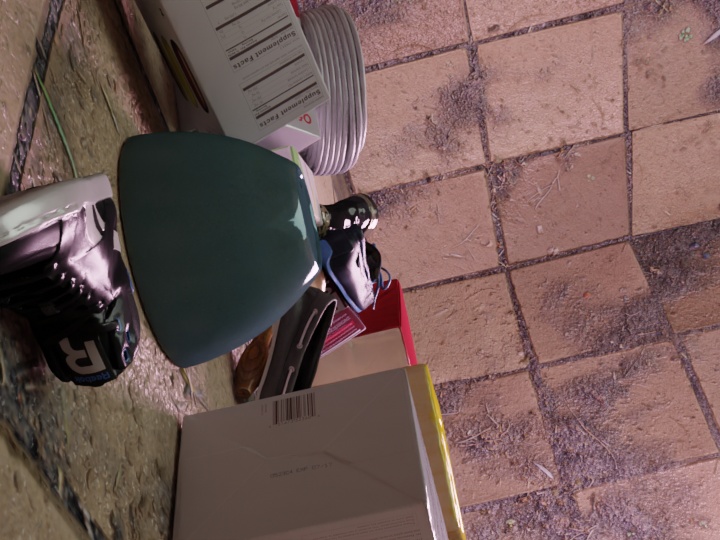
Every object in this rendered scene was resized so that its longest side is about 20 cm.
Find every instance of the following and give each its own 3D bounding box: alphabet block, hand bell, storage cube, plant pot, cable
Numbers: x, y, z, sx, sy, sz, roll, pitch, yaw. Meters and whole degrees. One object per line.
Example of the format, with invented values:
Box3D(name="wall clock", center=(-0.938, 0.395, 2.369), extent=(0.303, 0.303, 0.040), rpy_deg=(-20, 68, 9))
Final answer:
Box3D(name="alphabet block", center=(0.008, 0.242, 1.229), extent=(0.197, 0.197, 0.198), rpy_deg=(67, 11, -68))
Box3D(name="hand bell", center=(-0.105, 0.069, 1.150), extent=(0.201, 0.103, 0.105), rpy_deg=(-77, 157, -52))
Box3D(name="storage cube", center=(-0.003, 0.140, 1.613), extent=(0.180, 0.169, 0.202), rpy_deg=(-89, 166, -68))
Box3D(name="plant pot", center=(-0.107, -0.030, 0.896), extent=(0.200, 0.133, 0.203), rpy_deg=(-13, 90, -87))
Box3D(name="cable", center=(-0.048, -0.215, 1.254), extent=(0.200, 0.068, 0.202), rpy_deg=(-122, -150, -56))

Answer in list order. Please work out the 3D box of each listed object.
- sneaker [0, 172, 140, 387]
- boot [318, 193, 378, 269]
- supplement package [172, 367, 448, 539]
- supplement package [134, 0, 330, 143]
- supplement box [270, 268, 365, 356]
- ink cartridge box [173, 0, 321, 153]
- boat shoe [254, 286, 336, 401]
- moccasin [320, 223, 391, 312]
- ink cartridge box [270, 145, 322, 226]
Box3D(name="sneaker", center=(-0.153, 0.012, 0.538), extent=(0.200, 0.072, 0.113), rpy_deg=(-87, 163, -81))
Box3D(name="boot", center=(-0.078, -0.020, 1.319), extent=(0.074, 0.200, 0.150), rpy_deg=(54, 23, 13))
Box3D(name="supplement package", center=(-0.028, 0.216, 0.843), extent=(0.148, 0.189, 0.202), rpy_deg=(-96, 173, -53))
Box3D(name="supplement package", center=(-0.128, -0.227, 0.952), extent=(0.114, 0.109, 0.202), rpy_deg=(34, -28, 59))
Box3D(name="supplement box", center=(-0.061, 0.067, 1.372), extent=(0.061, 0.108, 0.200), rpy_deg=(57, -1, 12))
Box3D(name="ink cartridge box", center=(-0.130, -0.228, 1.142), extent=(0.144, 0.083, 0.202), rpy_deg=(11, 62, -50))
Box3D(name="boat shoe", center=(-0.069, 0.115, 1.093), extent=(0.067, 0.056, 0.203), rpy_deg=(9, 91, -72))
Box3D(name="moccasin", center=(0.000, 0.000, 1.282), extent=(0.081, 0.068, 0.200), rpy_deg=(57, 0, 15))
Box3D(name="ink cartridge box", center=(-0.107, -0.074, 1.147), extent=(0.200, 0.116, 0.068), rpy_deg=(37, 39, -83))
